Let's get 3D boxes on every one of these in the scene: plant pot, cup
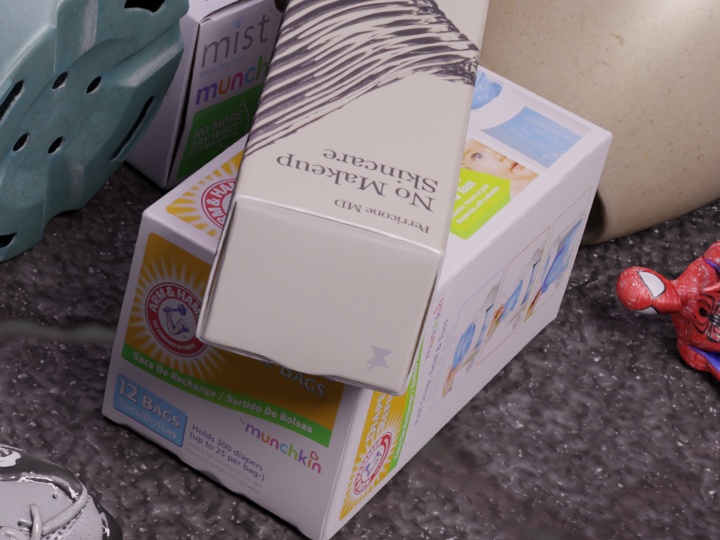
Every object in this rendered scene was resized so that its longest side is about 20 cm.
[{"bbox_3d":[-0.188,-0.116,1.214,0.196,0.201,0.200,39,41,17],"label":"plant pot"},{"bbox_3d":[0.110,-0.096,1.305,0.200,0.201,0.143,31,67,21],"label":"cup"}]

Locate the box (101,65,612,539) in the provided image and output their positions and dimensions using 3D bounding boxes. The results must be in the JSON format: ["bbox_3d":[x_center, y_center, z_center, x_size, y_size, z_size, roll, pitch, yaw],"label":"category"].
[{"bbox_3d":[0.000,0.000,1.185,0.112,0.102,0.200,28,38,17],"label":"box"}]

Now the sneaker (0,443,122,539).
[{"bbox_3d":[-0.124,0.114,1.015,0.115,0.075,0.200,-5,39,-29],"label":"sneaker"}]

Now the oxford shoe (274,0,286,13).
[{"bbox_3d":[0.007,-0.161,1.270,0.072,0.072,0.200,8,30,4],"label":"oxford shoe"}]

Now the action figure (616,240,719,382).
[{"bbox_3d":[0.201,0.039,1.229,0.199,0.066,0.099,16,19,2],"label":"action figure"}]

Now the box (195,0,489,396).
[{"bbox_3d":[-0.002,-0.046,1.099,0.082,0.069,0.201,14,35,-3],"label":"box"}]

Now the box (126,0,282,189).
[{"bbox_3d":[-0.073,-0.148,1.362,0.176,0.097,0.200,36,40,25],"label":"box"}]
